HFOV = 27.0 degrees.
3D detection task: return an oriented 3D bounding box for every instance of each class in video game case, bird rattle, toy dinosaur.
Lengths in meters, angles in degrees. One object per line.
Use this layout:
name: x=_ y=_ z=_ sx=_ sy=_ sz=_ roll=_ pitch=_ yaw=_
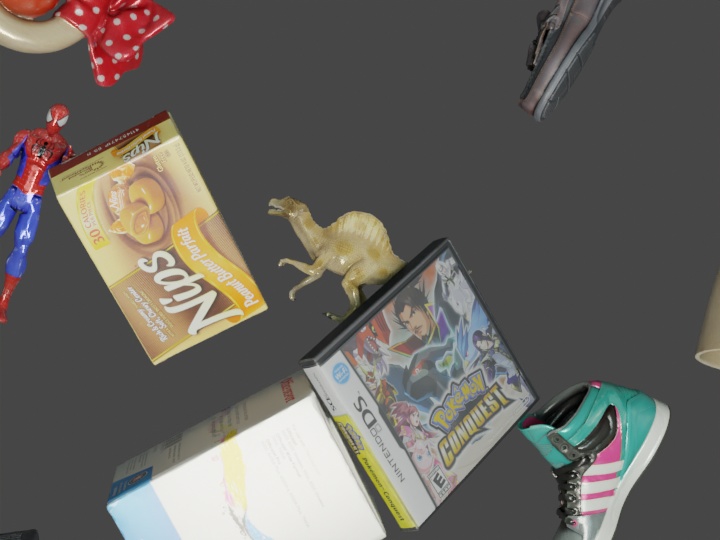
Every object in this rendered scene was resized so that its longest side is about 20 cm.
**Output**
video game case: x=0.058 y=0.098 z=1.330 sx=0.200 sy=0.025 sz=0.181 roll=-41 pitch=107 yaw=-36
bird rattle: x=-0.264 y=-0.250 z=1.290 sx=0.163 sy=0.113 sz=0.200 roll=-21 pitch=107 yaw=-23
toy dinosaur: x=0.000 y=0.000 z=1.363 sx=0.200 sy=0.058 sz=0.101 roll=24 pitch=91 yaw=-7

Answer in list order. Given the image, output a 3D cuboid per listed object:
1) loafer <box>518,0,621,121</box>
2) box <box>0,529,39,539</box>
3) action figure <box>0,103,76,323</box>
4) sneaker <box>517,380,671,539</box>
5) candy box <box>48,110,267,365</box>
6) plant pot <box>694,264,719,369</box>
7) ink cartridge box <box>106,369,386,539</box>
loafer: x=0.191 y=-0.231 z=1.365 sx=0.063 sy=0.072 sz=0.200 roll=30 pitch=85 yaw=12
box: x=-0.330 y=0.348 z=1.290 sx=0.117 sy=0.200 sz=0.197 roll=-8 pitch=96 yaw=-5
action figure: x=-0.300 y=-0.054 z=1.312 sx=0.065 sy=0.099 sz=0.200 roll=22 pitch=90 yaw=-7
sneaker: x=0.190 y=0.185 z=1.383 sx=0.121 sy=0.084 sz=0.200 roll=30 pitch=84 yaw=-12
candy box: x=-0.173 y=-0.025 z=1.301 sx=0.115 sy=0.055 sz=0.200 roll=-26 pitch=127 yaw=-3
plant pot: x=0.408 y=-0.009 z=1.355 sx=0.187 sy=0.187 sz=0.200 roll=10 pitch=80 yaw=-6
ink cartridge box: x=-0.099 y=0.203 z=1.326 sx=0.200 sy=0.147 sz=0.145 roll=-28 pitch=97 yaw=-2
